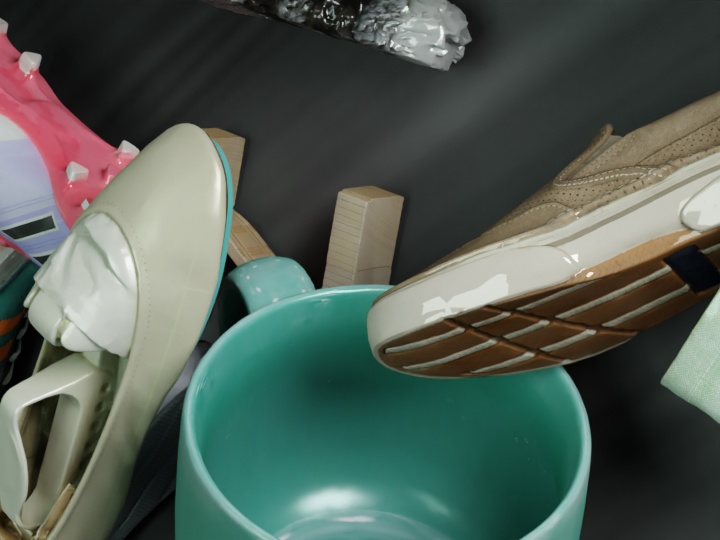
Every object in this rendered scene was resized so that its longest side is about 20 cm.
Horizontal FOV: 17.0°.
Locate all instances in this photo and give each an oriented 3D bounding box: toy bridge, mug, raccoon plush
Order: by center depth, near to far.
[{"bbox_3d":[0.007,0.087,0.917,0.151,0.186,0.115,7,129,3],"label":"mug"},{"bbox_3d":[0.000,0.000,0.984,0.199,0.027,0.068,22,109,36],"label":"toy bridge"},{"bbox_3d":[-0.030,-0.171,0.986,0.199,0.097,0.135,19,92,6],"label":"raccoon plush"}]

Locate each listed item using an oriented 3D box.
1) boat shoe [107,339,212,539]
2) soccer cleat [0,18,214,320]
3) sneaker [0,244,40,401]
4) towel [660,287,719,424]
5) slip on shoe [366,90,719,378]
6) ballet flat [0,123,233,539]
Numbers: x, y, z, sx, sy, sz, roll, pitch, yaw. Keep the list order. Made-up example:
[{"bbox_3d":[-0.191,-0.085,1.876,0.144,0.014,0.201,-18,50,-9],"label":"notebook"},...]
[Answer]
[{"bbox_3d":[-0.128,0.088,1.062,0.200,0.073,0.067,-50,64,29],"label":"boat shoe"},{"bbox_3d":[-0.134,-0.029,1.033,0.200,0.067,0.077,47,124,24],"label":"soccer cleat"},{"bbox_3d":[-0.187,0.024,1.117,0.200,0.080,0.071,-45,49,10],"label":"sneaker"},{"bbox_3d":[0.216,0.033,0.779,0.199,0.023,0.153,34,115,11],"label":"towel"},{"bbox_3d":[0.093,-0.020,0.857,0.199,0.076,0.061,-23,62,17],"label":"slip on shoe"},{"bbox_3d":[-0.105,0.035,0.935,0.069,0.069,0.201,38,123,30],"label":"ballet flat"}]
